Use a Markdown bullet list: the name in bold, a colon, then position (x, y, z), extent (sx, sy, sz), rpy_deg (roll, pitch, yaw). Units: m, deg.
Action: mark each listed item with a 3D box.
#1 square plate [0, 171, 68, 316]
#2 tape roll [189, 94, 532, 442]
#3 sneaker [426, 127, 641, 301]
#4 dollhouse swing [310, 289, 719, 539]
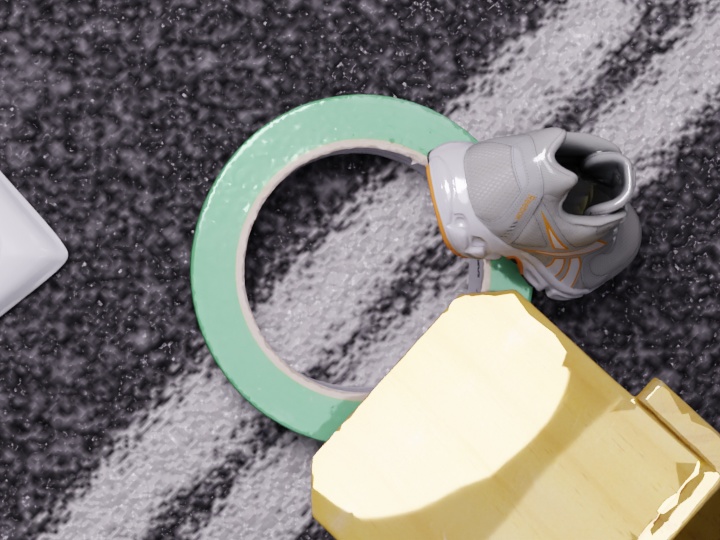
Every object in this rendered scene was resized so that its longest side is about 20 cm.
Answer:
- **square plate**: position (-0.304, -0.022, 1.026), extent (0.198, 0.028, 0.200), rpy_deg (-40, 94, -4)
- **tape roll**: position (0.000, 0.000, 1.048), extent (0.199, 0.048, 0.202), rpy_deg (0, 89, -6)
- **sneaker**: position (0.122, -0.033, 0.991), extent (0.091, 0.199, 0.076), rpy_deg (-16, 76, 31)
- **dollhouse swing**: position (0.095, 0.140, 1.038), extent (0.176, 0.182, 0.200), rpy_deg (40, 85, 26)
